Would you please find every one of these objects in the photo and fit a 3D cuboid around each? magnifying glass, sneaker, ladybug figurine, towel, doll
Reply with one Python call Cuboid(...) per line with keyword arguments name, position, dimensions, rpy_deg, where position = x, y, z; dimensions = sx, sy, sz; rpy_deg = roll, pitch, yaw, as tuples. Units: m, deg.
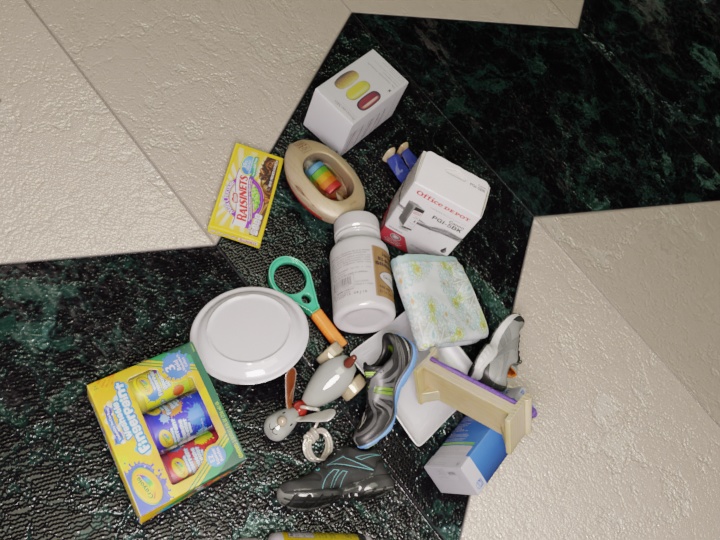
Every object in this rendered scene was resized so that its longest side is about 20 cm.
Cuboid(name="magnifying glass", position=(-0.094, 0.059, 1.138), dimensions=(0.079, 0.022, 0.201), rpy_deg=(-33, 81, -32))
Cuboid(name="sneaker", position=(0.028, 0.195, 1.045), dimensions=(0.082, 0.070, 0.203), rpy_deg=(35, 64, -24))
Cuboid(name="ladybug figurine", position=(-0.076, -0.168, 1.235), dimensions=(0.135, 0.072, 0.201), rpy_deg=(-33, 79, -33))
Cuboid(name="towel", position=(0.149, 0.055, 1.174), dimensions=(0.197, 0.048, 0.175), rpy_deg=(1, 63, -45))
Cuboid(name="sneaker", position=(0.268, 0.155, 1.181), dimensions=(0.078, 0.075, 0.200), rpy_deg=(32, 43, 13))
Cuboid(name="doll", position=(0.133, -0.178, 1.339), dimensions=(0.135, 0.049, 0.202), rpy_deg=(-25, 74, -29))
Cuboid(name="sneaker", position=(-0.043, 0.325, 0.994), dimensions=(0.196, 0.076, 0.081), rpy_deg=(3, 55, -30))

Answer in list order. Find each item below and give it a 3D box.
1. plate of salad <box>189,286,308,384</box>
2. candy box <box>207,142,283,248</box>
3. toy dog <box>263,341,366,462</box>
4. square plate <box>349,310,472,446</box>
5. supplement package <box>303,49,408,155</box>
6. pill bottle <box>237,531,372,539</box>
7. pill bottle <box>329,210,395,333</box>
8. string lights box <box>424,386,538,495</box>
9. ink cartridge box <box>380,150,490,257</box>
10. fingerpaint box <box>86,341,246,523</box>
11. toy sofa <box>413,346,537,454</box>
Cuboid(name="plate of salad", position=(-0.184, 0.110, 1.055), dimensions=(0.195, 0.049, 0.203), rpy_deg=(3, 46, -3))
Cuboid(name="candy box", position=(-0.215, -0.145, 1.197), dimensions=(0.100, 0.027, 0.204), rpy_deg=(15, 59, -10))
Cuboid(name="toy dog", position=(-0.064, 0.197, 1.031), dimensions=(0.130, 0.097, 0.202), rpy_deg=(30, 56, -3))
Cuboid(name="square plate", position=(0.104, 0.181, 1.148), dimensions=(0.198, 0.029, 0.199), rpy_deg=(-33, 79, -32))
Cuboid(name="supplement package", position=(-0.010, -0.355, 1.339), dimensions=(0.113, 0.110, 0.200), rpy_deg=(42, 57, 5))
Cuboid(name="pill bottle", position=(-0.080, 0.432, 0.890), dimensions=(0.195, 0.115, 0.117), rpy_deg=(8, 60, -17))
Cuboid(name="pill bottle", position=(0.000, 0.000, 1.150), dimensions=(0.112, 0.115, 0.204), rpy_deg=(6, 59, -18))
Cuboid(name="string lights box", position=(0.208, 0.287, 1.081), dimensions=(0.199, 0.102, 0.060), rpy_deg=(-40, 98, -33))
Cuboid(name="ink cartridge box", position=(0.136, -0.112, 1.213), dimensions=(0.144, 0.201, 0.084), rpy_deg=(26, 57, -5))
Cuboid(name="fingerpaint box", position=(-0.287, 0.234, 0.936), dimensions=(0.164, 0.074, 0.203), rpy_deg=(-21, 72, -29))
Cuboid(name="toy sofa", position=(0.191, 0.201, 1.043), dimensions=(0.198, 0.084, 0.097), rpy_deg=(23, 49, 38))
